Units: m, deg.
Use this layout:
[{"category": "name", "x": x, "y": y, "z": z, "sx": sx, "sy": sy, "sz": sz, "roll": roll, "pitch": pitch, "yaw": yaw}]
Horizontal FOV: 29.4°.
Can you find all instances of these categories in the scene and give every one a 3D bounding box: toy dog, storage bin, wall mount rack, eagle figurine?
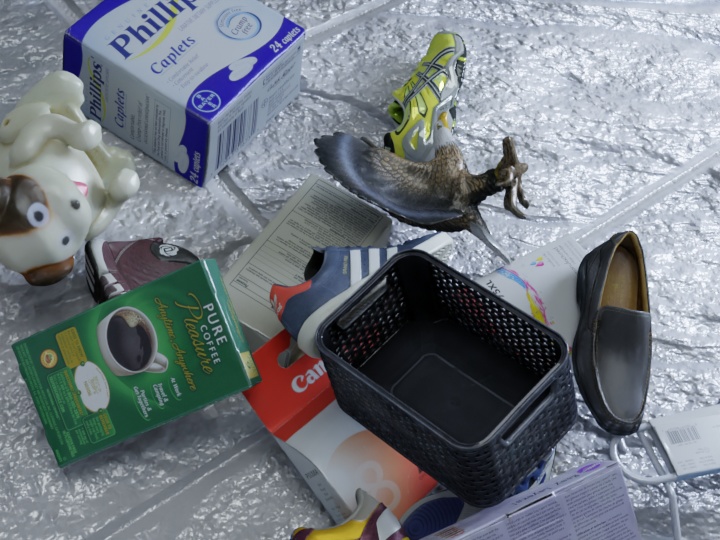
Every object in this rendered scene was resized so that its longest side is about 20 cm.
[{"category": "toy dog", "x": -0.309, "y": -0.077, "z": 1.309, "sx": 0.192, "sy": 0.140, "sz": 0.200, "roll": -22, "pitch": 30, "yaw": 1}, {"category": "storage bin", "x": 0.074, "y": 0.089, "z": 1.177, "sx": 0.135, "sy": 0.094, "sz": 0.199, "roll": -42, "pitch": 52, "yaw": -20}, {"category": "wall mount rack", "x": 0.329, "y": 0.201, "z": 1.289, "sx": 0.198, "sy": 0.075, "sz": 0.175, "roll": -9, "pitch": 52, "yaw": -16}, {"category": "eagle figurine", "x": 0.067, "y": -0.090, "z": 1.381, "sx": 0.198, "sy": 0.153, "sz": 0.152, "roll": -7, "pitch": 39, "yaw": 13}]

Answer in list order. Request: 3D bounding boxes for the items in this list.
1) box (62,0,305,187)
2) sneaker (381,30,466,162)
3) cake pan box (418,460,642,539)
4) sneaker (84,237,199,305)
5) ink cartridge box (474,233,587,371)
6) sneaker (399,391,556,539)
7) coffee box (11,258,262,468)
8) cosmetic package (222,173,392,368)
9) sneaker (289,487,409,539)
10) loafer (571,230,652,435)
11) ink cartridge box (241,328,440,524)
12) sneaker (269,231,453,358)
[{"category": "box", "x": -0.191, "y": -0.223, "z": 1.491, "sx": 0.199, "sy": 0.105, "sz": 0.184, "roll": 31, "pitch": 54, "yaw": 14}, {"category": "sneaker", "x": 0.073, "y": -0.200, "z": 1.539, "sx": 0.076, "sy": 0.076, "sz": 0.201, "roll": 12, "pitch": 51, "yaw": -1}, {"category": "cake pan box", "x": 0.162, "y": 0.278, "z": 1.154, "sx": 0.198, "sy": 0.052, "sz": 0.186, "roll": -21, "pitch": 97, "yaw": -22}, {"category": "sneaker", "x": -0.185, "y": 0.037, "z": 1.318, "sx": 0.114, "sy": 0.076, "sz": 0.201, "roll": -13, "pitch": 56, "yaw": -23}, {"category": "ink cartridge box", "x": 0.160, "y": 0.059, "z": 1.363, "sx": 0.199, "sy": 0.068, "sz": 0.116, "roll": -26, "pitch": 63, "yaw": -26}, {"category": "sneaker", "x": 0.119, "y": 0.207, "z": 1.240, "sx": 0.080, "sy": 0.115, "sz": 0.200, "roll": 39, "pitch": 86, "yaw": 25}, {"category": "coffee box", "x": -0.198, "y": 0.082, "z": 1.216, "sx": 0.198, "sy": 0.044, "sz": 0.124, "roll": -25, "pitch": 86, "yaw": 11}, {"category": "cosmetic package", "x": -0.063, "y": 0.008, "z": 1.361, "sx": 0.105, "sy": 0.071, "sz": 0.200, "roll": 32, "pitch": 55, "yaw": 12}, {"category": "sneaker", "x": -0.047, "y": 0.270, "z": 1.153, "sx": 0.199, "sy": 0.075, "sz": 0.090, "roll": -35, "pitch": 74, "yaw": -21}, {"category": "loafer", "x": 0.242, "y": 0.055, "z": 1.298, "sx": 0.072, "sy": 0.072, "sz": 0.202, "roll": 5, "pitch": 60, "yaw": -12}, {"category": "ink cartridge box", "x": 0.001, "y": 0.125, "z": 1.256, "sx": 0.162, "sy": 0.050, "sz": 0.201, "roll": -37, "pitch": 93, "yaw": -31}, {"category": "sneaker", "x": 0.000, "y": 0.000, "z": 1.278, "sx": 0.199, "sy": 0.075, "sz": 0.084, "roll": -29, "pitch": 59, "yaw": -36}]
